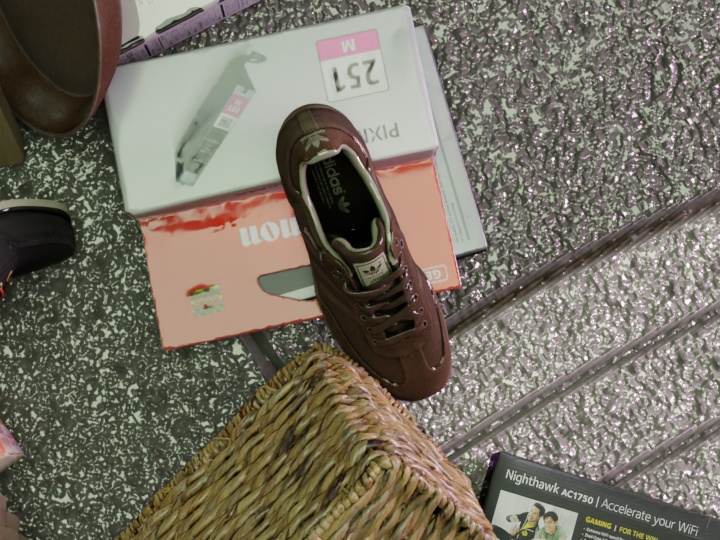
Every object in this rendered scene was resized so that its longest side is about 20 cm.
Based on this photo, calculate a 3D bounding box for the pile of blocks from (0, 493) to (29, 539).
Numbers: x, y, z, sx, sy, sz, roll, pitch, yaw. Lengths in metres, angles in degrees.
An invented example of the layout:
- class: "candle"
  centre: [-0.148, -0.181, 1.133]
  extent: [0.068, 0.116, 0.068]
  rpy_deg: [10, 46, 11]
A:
- class: "pile of blocks"
  centre: [-0.268, 0.227, 1.240]
  extent: [0.200, 0.082, 0.062]
  rpy_deg: [-47, 129, 5]

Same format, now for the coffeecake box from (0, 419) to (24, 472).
- class: "coffeecake box"
  centre: [-0.329, 0.077, 1.239]
  extent: [0.153, 0.073, 0.201]
  rpy_deg: [-35, 86, -4]

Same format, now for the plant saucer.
- class: "plant saucer"
  centre: [-0.200, -0.181, 1.218]
  extent: [0.034, 0.200, 0.201]
  rpy_deg: [-25, 84, -31]

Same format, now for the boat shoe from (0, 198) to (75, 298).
- class: "boat shoe"
  centre: [-0.244, 0.003, 1.199]
  extent: [0.074, 0.201, 0.063]
  rpy_deg: [-41, 75, 35]

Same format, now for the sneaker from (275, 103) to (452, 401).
- class: "sneaker"
  centre: [0.000, 0.000, 1.204]
  extent: [0.070, 0.076, 0.201]
  rpy_deg: [-25, 107, 3]

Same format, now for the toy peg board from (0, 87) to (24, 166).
- class: "toy peg board"
  centre: [-0.319, -0.137, 1.206]
  extent: [0.197, 0.200, 0.099]
  rpy_deg: [-7, 70, -1]

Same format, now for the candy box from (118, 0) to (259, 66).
- class: "candy box"
  centre: [-0.109, -0.228, 1.273]
  extent: [0.199, 0.061, 0.137]
  rpy_deg: [-27, 86, -3]

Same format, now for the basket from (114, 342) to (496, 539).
- class: "basket"
  centre: [-0.027, 0.173, 1.219]
  extent: [0.200, 0.149, 0.143]
  rpy_deg: [-46, 123, 6]

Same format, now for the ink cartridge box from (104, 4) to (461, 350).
- class: "ink cartridge box"
  centre: [-0.048, -0.057, 1.243]
  extent: [0.198, 0.044, 0.175]
  rpy_deg: [-12, 83, -1]

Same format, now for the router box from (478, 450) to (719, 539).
- class: "router box"
  centre: [0.157, 0.211, 1.237]
  extent: [0.198, 0.051, 0.151]
  rpy_deg: [17, 83, 1]

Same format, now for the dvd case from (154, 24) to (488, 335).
- class: "dvd case"
  centre: [-0.034, -0.058, 1.276]
  extent: [0.198, 0.025, 0.152]
  rpy_deg: [-16, 84, -2]
